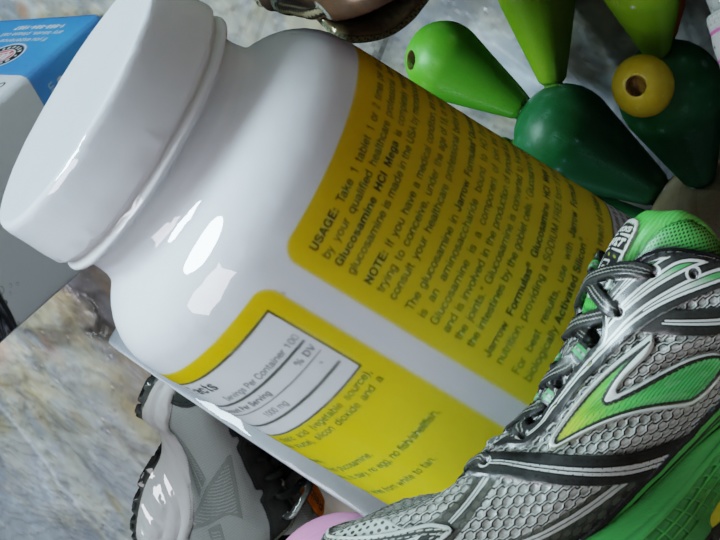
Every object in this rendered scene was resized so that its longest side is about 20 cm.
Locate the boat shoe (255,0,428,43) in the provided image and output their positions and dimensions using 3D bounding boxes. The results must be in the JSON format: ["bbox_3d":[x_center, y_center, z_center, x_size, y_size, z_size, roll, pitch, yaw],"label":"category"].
[{"bbox_3d":[-0.014,-0.102,0.864,0.075,0.075,0.202,58,-177,-6],"label":"boat shoe"}]

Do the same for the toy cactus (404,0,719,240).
[{"bbox_3d":[0.083,-0.030,0.902,0.165,0.102,0.200,32,136,4],"label":"toy cactus"}]

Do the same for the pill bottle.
[{"bbox_3d":[0.000,0.000,0.820,0.200,0.113,0.112,31,150,-17],"label":"pill bottle"}]

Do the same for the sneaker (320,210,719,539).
[{"bbox_3d":[0.072,0.032,0.751,0.085,0.200,0.078,60,173,-11],"label":"sneaker"}]

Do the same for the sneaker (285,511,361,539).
[{"bbox_3d":[0.056,0.160,1.064,0.199,0.095,0.079,16,102,-2],"label":"sneaker"}]

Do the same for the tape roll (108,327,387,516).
[{"bbox_3d":[0.009,0.053,0.992,0.200,0.066,0.200,34,176,3],"label":"tape roll"}]

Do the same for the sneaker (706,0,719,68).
[{"bbox_3d":[0.143,-0.056,0.797,0.200,0.088,0.081,49,146,-3],"label":"sneaker"}]

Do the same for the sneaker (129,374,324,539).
[{"bbox_3d":[-0.047,0.066,1.158,0.079,0.074,0.200,26,148,13],"label":"sneaker"}]

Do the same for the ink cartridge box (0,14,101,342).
[{"bbox_3d":[-0.192,-0.014,1.105,0.144,0.200,0.084,2,127,46],"label":"ink cartridge box"}]
